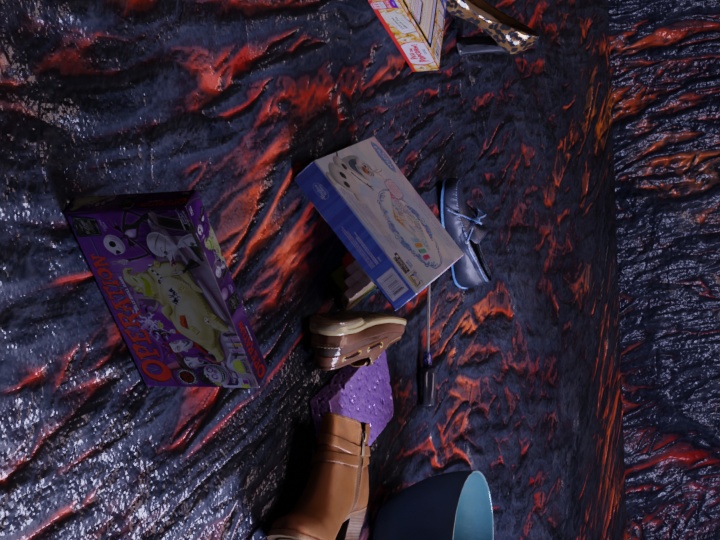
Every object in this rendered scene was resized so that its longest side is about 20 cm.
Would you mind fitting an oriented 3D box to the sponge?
[{"bbox_3d":[-0.008,0.179,1.513,0.200,0.030,0.112,-42,127,-62],"label":"sponge"}]

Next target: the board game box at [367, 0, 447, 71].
[{"bbox_3d":[0.074,-0.408,1.711,0.200,0.046,0.152,45,48,-60],"label":"board game box"}]

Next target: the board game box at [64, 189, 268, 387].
[{"bbox_3d":[-0.165,0.021,1.012,0.032,0.119,0.201,-61,143,-45],"label":"board game box"}]

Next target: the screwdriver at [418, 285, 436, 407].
[{"bbox_3d":[0.103,0.109,1.793,0.029,0.028,0.201,153,-63,-81],"label":"screwdriver"}]

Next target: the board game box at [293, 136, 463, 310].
[{"bbox_3d":[0.028,-0.065,1.461,0.200,0.043,0.199,53,27,2],"label":"board game box"}]

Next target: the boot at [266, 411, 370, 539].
[{"bbox_3d":[-0.038,0.242,1.344,0.200,0.076,0.156,22,75,-60],"label":"boot"}]

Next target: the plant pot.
[{"bbox_3d":[0.094,0.375,1.618,0.200,0.134,0.201,0,90,-68],"label":"plant pot"}]

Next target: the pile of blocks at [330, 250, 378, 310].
[{"bbox_3d":[0.000,0.000,1.518,0.062,0.082,0.200,50,12,7],"label":"pile of blocks"}]

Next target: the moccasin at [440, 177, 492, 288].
[{"bbox_3d":[0.179,-0.065,1.929,0.081,0.068,0.201,-63,145,-49],"label":"moccasin"}]

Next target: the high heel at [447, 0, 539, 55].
[{"bbox_3d":[0.214,-0.445,1.928,0.201,0.142,0.072,68,30,-42],"label":"high heel"}]

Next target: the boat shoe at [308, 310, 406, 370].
[{"bbox_3d":[-0.005,0.087,1.478,0.200,0.072,0.068,-3,97,-62],"label":"boat shoe"}]
